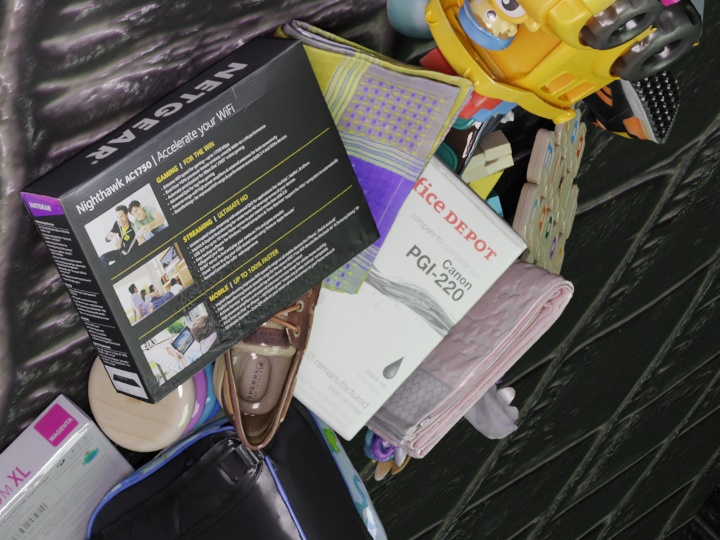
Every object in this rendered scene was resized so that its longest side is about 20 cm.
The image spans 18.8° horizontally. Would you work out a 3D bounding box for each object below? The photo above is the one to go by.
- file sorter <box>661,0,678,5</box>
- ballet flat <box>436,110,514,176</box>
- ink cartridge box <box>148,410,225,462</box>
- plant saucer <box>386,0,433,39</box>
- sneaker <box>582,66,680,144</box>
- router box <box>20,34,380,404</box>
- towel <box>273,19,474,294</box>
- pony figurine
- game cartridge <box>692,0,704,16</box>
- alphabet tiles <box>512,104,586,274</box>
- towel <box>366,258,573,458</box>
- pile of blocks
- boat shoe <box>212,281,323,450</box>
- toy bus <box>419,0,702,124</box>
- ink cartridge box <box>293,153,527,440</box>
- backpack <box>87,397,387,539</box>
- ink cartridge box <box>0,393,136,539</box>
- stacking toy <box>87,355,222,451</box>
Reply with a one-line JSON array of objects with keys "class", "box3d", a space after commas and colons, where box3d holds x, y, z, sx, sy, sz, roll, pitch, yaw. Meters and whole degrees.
[{"class": "file sorter", "box3d": [0.212, -0.292, 1.330, 0.139, 0.200, 0.125, -39, -168, -21]}, {"class": "ballet flat", "box3d": [0.066, -0.102, 1.660, 0.200, 0.073, 0.073, -51, 161, 4]}, {"class": "ink cartridge box", "box3d": [-0.107, 0.190, 1.833, 0.145, 0.084, 0.200, -42, 161, -1]}, {"class": "plant saucer", "box3d": [0.098, -0.237, 1.520, 0.200, 0.027, 0.200, -40, 160, -18]}, {"class": "sneaker", "box3d": [0.196, -0.178, 1.784, 0.070, 0.090, 0.200, -64, 145, -28]}, {"class": "router box", "box3d": [-0.094, -0.034, 1.352, 0.200, 0.051, 0.149, -36, 118, -28]}, {"class": "towel", "box3d": [-0.026, -0.071, 1.457, 0.143, 0.023, 0.200, 17, 124, -21]}, {"class": "pony figurine", "box3d": [0.078, 0.088, 1.980, 0.200, 0.166, 0.193, -55, 174, -27]}, {"class": "game cartridge", "box3d": [0.220, -0.228, 1.689, 0.200, 0.040, 0.134, -16, 115, -56]}, {"class": "alphabet tiles", "box3d": [0.165, -0.052, 1.926, 0.200, 0.015, 0.196, 48, 56, -71]}, {"class": "towel", "box3d": [0.058, 0.052, 1.793, 0.191, 0.200, 0.032, -45, 121, -12]}, {"class": "pile of blocks", "box3d": [0.061, -0.036, 1.773, 0.082, 0.062, 0.200, 28, 110, -30]}, {"class": "boat shoe", "box3d": [-0.061, 0.034, 1.474, 0.072, 0.072, 0.200, 7, 123, -13]}, {"class": "toy bus", "box3d": [0.111, -0.171, 1.473, 0.192, 0.136, 0.200, -35, 163, 17]}, {"class": "ink cartridge box", "box3d": [0.000, 0.000, 1.586, 0.200, 0.146, 0.085, -48, -155, 0]}, {"class": "backpack", "box3d": [-0.089, 0.206, 1.638, 0.200, 0.183, 0.147, -30, 177, 31]}, {"class": "ink cartridge box", "box3d": [-0.228, 0.170, 1.614, 0.119, 0.042, 0.200, -46, 159, -9]}, {"class": "stacking toy", "box3d": [-0.116, 0.077, 1.611, 0.085, 0.085, 0.200, -54, 163, 21]}]
